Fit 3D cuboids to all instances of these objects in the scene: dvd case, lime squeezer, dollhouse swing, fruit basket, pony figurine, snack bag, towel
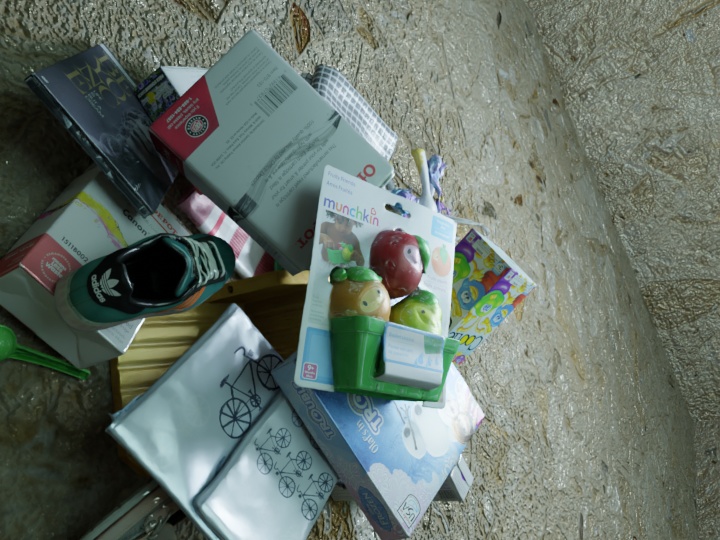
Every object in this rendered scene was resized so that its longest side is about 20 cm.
[{"bbox_3d":[-0.238,-0.148,0.629,0.149,0.016,0.200,54,11,-24],"label":"dvd case"},{"bbox_3d":[-0.292,0.065,0.494,0.200,0.070,0.038,40,72,-80],"label":"lime squeezer"},{"bbox_3d":[-0.125,0.105,0.645,0.176,0.181,0.202,15,64,-64],"label":"dollhouse swing"},{"bbox_3d":[0.030,0.021,0.594,0.184,0.093,0.202,18,77,-37],"label":"fruit basket"},{"bbox_3d":[0.104,-0.102,1.075,0.191,0.167,0.202,2,73,-14],"label":"pony figurine"},{"bbox_3d":[-0.098,0.145,0.564,0.200,0.021,0.189,52,39,-10],"label":"snack bag"},{"bbox_3d":[-0.136,-0.055,0.812,0.200,0.023,0.145,53,40,-28],"label":"towel"},{"bbox_3d":[-0.028,-0.194,0.969,0.200,0.085,0.167,39,47,-40],"label":"towel"}]

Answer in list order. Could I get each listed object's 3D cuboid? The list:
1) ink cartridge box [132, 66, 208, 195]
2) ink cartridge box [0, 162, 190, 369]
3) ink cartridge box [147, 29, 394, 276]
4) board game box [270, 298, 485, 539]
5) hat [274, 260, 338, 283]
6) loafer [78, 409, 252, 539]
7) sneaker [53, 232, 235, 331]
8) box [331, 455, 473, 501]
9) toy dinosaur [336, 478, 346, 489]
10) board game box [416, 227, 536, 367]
[{"bbox_3d":[-0.162,-0.135,0.724,0.201,0.050,0.109,59,22,-5],"label":"ink cartridge box"},{"bbox_3d":[-0.240,-0.024,0.597,0.117,0.067,0.201,52,33,-30],"label":"ink cartridge box"},{"bbox_3d":[-0.087,-0.112,0.637,0.200,0.083,0.145,43,76,-7],"label":"ink cartridge box"},{"bbox_3d":[0.031,0.131,0.658,0.201,0.043,0.199,57,42,-5],"label":"board game box"},{"bbox_3d":[0.000,0.000,0.816,0.200,0.175,0.167,-53,131,-51],"label":"hat"},{"bbox_3d":[-0.164,0.208,0.549,0.200,0.072,0.063,-40,81,-25],"label":"loafer"},{"bbox_3d":[-0.164,0.003,0.559,0.200,0.079,0.072,-29,99,-62],"label":"sneaker"},{"bbox_3d":[0.041,0.256,0.772,0.039,0.199,0.042,-43,111,-50],"label":"box"},{"bbox_3d":[-0.004,0.236,0.745,0.199,0.182,0.105,29,18,-30],"label":"toy dinosaur"},{"bbox_3d":[0.166,0.051,1.020,0.103,0.200,0.105,25,21,-48],"label":"board game box"}]
